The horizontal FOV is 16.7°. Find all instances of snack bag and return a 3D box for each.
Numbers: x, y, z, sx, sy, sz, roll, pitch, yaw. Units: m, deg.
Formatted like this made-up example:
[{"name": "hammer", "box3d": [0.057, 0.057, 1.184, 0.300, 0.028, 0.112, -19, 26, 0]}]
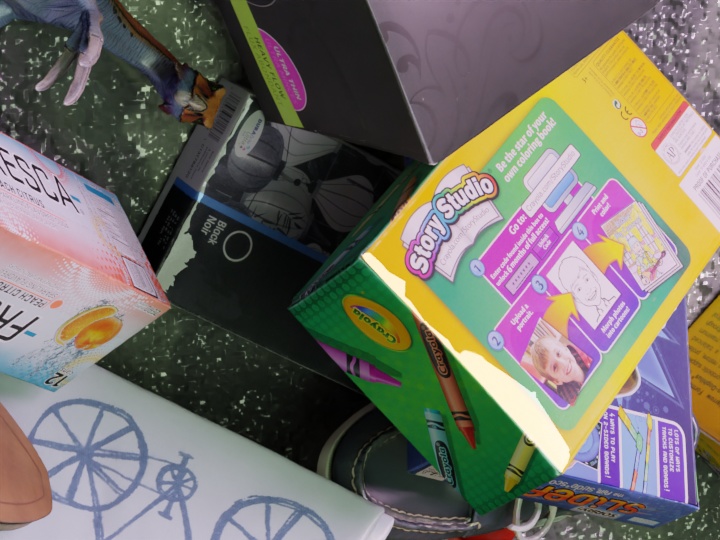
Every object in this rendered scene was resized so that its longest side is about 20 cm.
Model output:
[{"name": "snack bag", "box3d": [-0.110, 0.141, 1.001, 0.188, 0.021, 0.201, 25, 64, 8]}]

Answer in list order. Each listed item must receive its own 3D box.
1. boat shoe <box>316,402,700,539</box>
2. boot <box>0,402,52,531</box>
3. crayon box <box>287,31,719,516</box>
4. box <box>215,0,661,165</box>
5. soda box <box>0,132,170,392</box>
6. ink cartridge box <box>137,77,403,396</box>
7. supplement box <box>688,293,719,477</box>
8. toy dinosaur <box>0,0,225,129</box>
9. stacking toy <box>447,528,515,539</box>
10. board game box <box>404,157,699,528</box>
[{"name": "boat shoe", "box3d": [0.070, 0.085, 1.100, 0.199, 0.062, 0.075, 1, 83, -40]}, {"name": "boot", "box3d": [-0.229, 0.077, 0.942, 0.146, 0.071, 0.200, -27, 143, 14]}, {"name": "crayon box", "box3d": [0.073, -0.011, 1.017, 0.119, 0.058, 0.200, 47, 51, -8]}, {"name": "box", "box3d": [0.041, -0.162, 1.001, 0.200, 0.124, 0.149, -37, 119, -24]}, {"name": "soda box", "box3d": [-0.155, -0.014, 0.944, 0.068, 0.064, 0.200, -35, 155, 12]}, {"name": "ink cartridge box", "box3d": [0.000, 0.000, 1.103, 0.199, 0.039, 0.100, 25, 94, -31]}, {"name": "supplement box", "box3d": [0.256, 0.034, 1.199, 0.200, 0.109, 0.109, -48, 120, -4]}, {"name": "toy dinosaur", "box3d": [-0.122, -0.127, 0.976, 0.181, 0.105, 0.201, 11, 92, -47]}, {"name": "stacking toy", "box3d": [0.012, 0.164, 1.120, 0.086, 0.085, 0.200, 53, 53, -29]}, {"name": "board game box", "box3d": [0.083, 0.003, 1.079, 0.135, 0.034, 0.201, 16, 61, -29]}]
